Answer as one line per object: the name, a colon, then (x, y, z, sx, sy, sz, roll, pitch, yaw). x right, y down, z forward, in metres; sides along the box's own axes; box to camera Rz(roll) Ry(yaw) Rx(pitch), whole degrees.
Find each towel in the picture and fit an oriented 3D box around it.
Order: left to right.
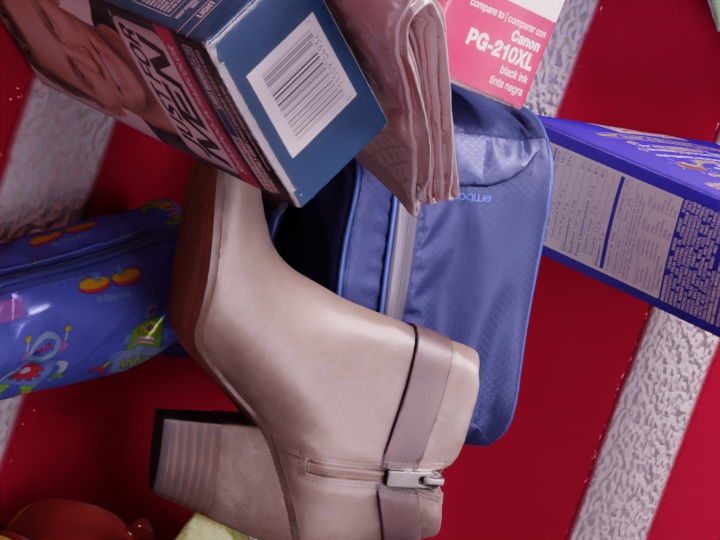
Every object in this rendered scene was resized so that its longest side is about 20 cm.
towel: (-0.034, -0.130, 1.250, 0.032, 0.200, 0.191, -39, 157, -14)

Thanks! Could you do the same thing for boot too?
boot: (-0.016, 0.037, 1.314, 0.145, 0.070, 0.201, 6, 108, -13)

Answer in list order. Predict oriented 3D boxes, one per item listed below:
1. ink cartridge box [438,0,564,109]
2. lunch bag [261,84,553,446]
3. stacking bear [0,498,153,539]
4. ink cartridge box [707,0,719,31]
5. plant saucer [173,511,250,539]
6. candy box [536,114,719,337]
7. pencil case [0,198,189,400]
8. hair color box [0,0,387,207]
ink cartridge box: (0.043, -0.198, 1.365, 0.084, 0.145, 0.201, 19, 95, -46)
lunch bag: (0.000, 0.000, 1.414, 0.132, 0.136, 0.201, 1, 107, -26)
stacking bear: (-0.182, 0.169, 1.346, 0.200, 0.114, 0.122, -24, 145, -45)
ink cartridge box: (0.277, -0.202, 1.531, 0.199, 0.117, 0.068, -12, 122, 6)
plant saucer: (-0.101, 0.218, 1.409, 0.200, 0.048, 0.200, -54, 167, -12)
candy box: (0.200, -0.018, 1.548, 0.169, 0.200, 0.077, 5, 106, -42)
pencil case: (-0.157, 0.020, 1.320, 0.199, 0.078, 0.087, -14, 160, -39)
hair color box: (-0.087, -0.107, 1.245, 0.061, 0.200, 0.100, -44, 131, -18)
